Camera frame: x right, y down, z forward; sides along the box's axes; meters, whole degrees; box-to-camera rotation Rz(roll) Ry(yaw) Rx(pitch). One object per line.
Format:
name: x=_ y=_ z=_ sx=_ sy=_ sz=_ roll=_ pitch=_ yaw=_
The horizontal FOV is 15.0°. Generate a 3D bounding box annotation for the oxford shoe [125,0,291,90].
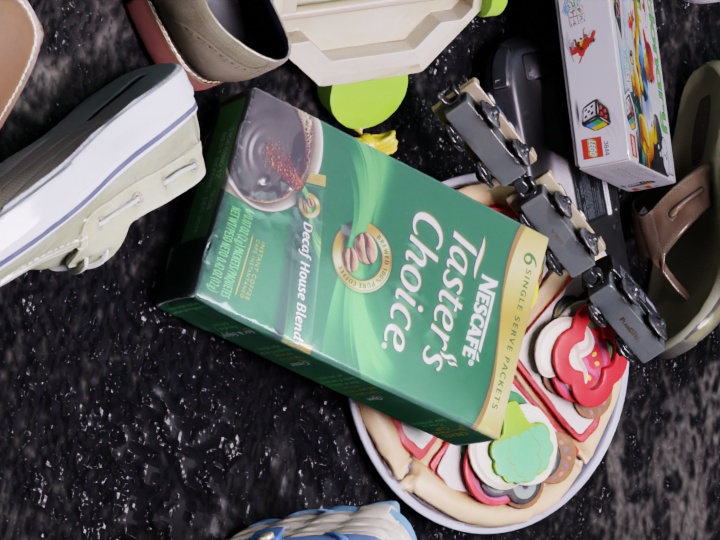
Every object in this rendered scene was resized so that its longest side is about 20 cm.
oxford shoe: x=-0.094 y=-0.180 z=1.337 sx=0.070 sy=0.075 sz=0.200 roll=-51 pitch=122 yaw=-34

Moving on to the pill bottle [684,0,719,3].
pill bottle: x=0.214 y=-0.274 z=1.659 sx=0.114 sy=0.114 sz=0.200 roll=-37 pitch=113 yaw=-43

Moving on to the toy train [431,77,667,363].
toy train: x=0.105 y=-0.030 z=1.500 sx=0.200 sy=0.034 sz=0.046 roll=50 pitch=19 yaw=-22

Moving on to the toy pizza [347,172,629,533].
toy pizza: x=0.077 y=0.046 z=1.514 sx=0.200 sy=0.032 sz=0.201 roll=1 pitch=89 yaw=-35

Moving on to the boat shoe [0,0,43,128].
boat shoe: x=-0.197 y=-0.051 z=1.213 sx=0.076 sy=0.074 sz=0.200 roll=56 pitch=50 yaw=-30

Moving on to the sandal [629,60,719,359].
sandal: x=0.190 y=-0.038 z=1.657 sx=0.057 sy=0.080 sz=0.201 roll=21 pitch=62 yaw=-26

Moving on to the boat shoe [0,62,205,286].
boat shoe: x=-0.132 y=-0.032 z=1.287 sx=0.200 sy=0.072 sz=0.062 roll=-42 pitch=115 yaw=-45

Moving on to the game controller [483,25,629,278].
game controller: x=0.118 y=-0.041 z=1.601 sx=0.104 sy=0.042 sz=0.201 roll=-25 pitch=107 yaw=-61

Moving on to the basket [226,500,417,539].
basket: x=-0.026 y=0.209 z=1.321 sx=0.200 sy=0.139 sz=0.177 roll=-54 pitch=132 yaw=-74

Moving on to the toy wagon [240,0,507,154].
toy wagon: x=0.005 y=-0.152 z=1.432 sx=0.155 sy=0.040 sz=0.200 roll=-10 pitch=126 yaw=-26

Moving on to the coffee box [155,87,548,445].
coffee box: x=0.000 y=0.000 z=1.418 sx=0.200 sy=0.044 sz=0.123 roll=28 pitch=67 yaw=-28

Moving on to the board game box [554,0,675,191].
board game box: x=0.142 y=-0.151 z=1.582 sx=0.126 sy=0.035 sz=0.201 roll=12 pitch=71 yaw=-72
